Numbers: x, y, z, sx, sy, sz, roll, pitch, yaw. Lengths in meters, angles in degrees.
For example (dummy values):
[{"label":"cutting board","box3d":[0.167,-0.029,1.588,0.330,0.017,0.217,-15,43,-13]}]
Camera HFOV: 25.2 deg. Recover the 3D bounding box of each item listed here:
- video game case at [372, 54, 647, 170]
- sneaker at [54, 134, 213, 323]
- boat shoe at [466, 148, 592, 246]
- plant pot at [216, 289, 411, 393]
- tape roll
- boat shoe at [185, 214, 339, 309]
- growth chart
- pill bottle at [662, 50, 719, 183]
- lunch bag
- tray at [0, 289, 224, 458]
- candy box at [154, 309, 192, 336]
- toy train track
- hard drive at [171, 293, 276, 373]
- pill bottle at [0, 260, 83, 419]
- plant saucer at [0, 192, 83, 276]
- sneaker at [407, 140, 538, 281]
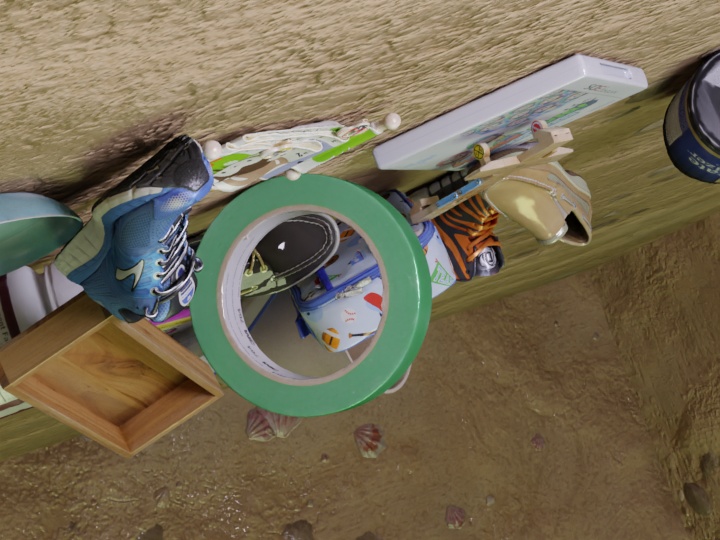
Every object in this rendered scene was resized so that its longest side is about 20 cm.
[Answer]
[{"label":"video game case","box3d":[0.132,-0.132,1.395,0.200,0.024,0.182,-23,173,25]},{"label":"sneaker","box3d":[-0.135,-0.021,1.085,0.079,0.089,0.200,-44,-178,-31]},{"label":"boat shoe","box3d":[0.173,-0.062,1.536,0.072,0.076,0.200,-27,158,31]},{"label":"plant pot","box3d":[-0.072,0.062,1.788,0.199,0.188,0.187,-14,177,27]},{"label":"tape roll","box3d":[-0.042,0.020,1.342,0.200,0.201,0.048,-22,173,14]},{"label":"boat shoe","box3d":[-0.116,-0.006,1.479,0.201,0.072,0.061,-18,178,3]},{"label":"growth chart","box3d":[-0.084,-0.079,1.194,0.200,0.018,0.145,-13,172,-43]},{"label":"pill bottle","box3d":[0.362,-0.147,1.596,0.112,0.112,0.200,-20,174,-2]},{"label":"lunch bag","box3d":[0.000,0.000,1.549,0.160,0.076,0.200,-29,-162,0]},{"label":"tray","box3d":[-0.192,0.081,1.252,0.098,0.037,0.200,-34,152,5]},{"label":"candy box","box3d":[-0.245,0.052,1.626,0.136,0.061,0.200,-15,172,-39]},{"label":"toy train track","box3d":[0.107,-0.090,1.413,0.114,0.033,0.200,-14,170,-39]},{"label":"hard drive","box3d":[-0.145,0.051,1.665,0.132,0.025,0.200,-25,-159,38]},{"label":"pill bottle","box3d":[-0.299,0.063,1.290,0.199,0.115,0.114,-20,174,-2]},{"label":"plant saucer","box3d":[-0.287,-0.012,1.088,0.200,0.028,0.200,-20,173,-2]},{"label":"sneaker","box3d":[0.135,-0.056,1.658,0.077,0.112,0.200,-15,171,-42]}]
